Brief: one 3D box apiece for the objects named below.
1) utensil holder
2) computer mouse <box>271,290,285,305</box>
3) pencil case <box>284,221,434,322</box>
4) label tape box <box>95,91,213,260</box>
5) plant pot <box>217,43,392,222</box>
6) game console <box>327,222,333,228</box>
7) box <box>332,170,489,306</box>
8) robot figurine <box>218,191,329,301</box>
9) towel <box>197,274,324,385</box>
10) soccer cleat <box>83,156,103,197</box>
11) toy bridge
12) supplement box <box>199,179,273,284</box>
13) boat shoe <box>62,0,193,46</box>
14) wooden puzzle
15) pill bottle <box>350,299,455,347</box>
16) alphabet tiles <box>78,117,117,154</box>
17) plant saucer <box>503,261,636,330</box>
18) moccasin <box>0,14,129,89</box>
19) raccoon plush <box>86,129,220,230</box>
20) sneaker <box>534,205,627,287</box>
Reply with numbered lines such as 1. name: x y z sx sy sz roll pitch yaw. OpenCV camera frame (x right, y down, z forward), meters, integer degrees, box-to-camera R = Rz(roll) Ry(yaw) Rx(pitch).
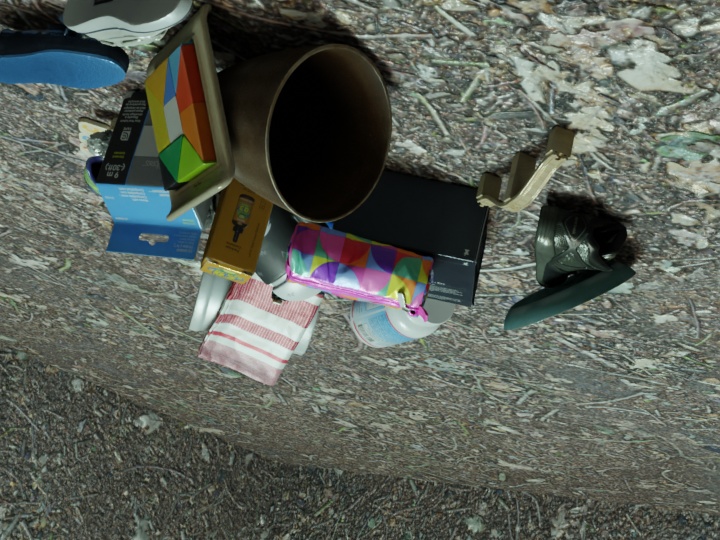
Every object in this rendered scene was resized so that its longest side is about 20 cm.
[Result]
1. utensil holder: -0.171 0.039 1.905 0.197 0.172 0.170 14 162 -8
2. computer mouse: -0.044 -0.007 1.705 0.197 0.044 0.110 -18 -163 8
3. pencil case: 0.000 0.000 1.459 0.197 0.090 0.089 15 162 1
4. label tape box: -0.252 -0.123 1.433 0.142 0.203 0.063 5 160 26
5. plant pot: -0.097 -0.165 1.275 0.198 0.189 0.186 17 168 43
6. game console: -0.071 -0.049 1.801 0.197 0.119 0.172 16 130 -4
7. box: 0.072 -0.045 1.562 0.197 0.106 0.182 12 161 7
8. robot figurine: -0.114 -0.053 1.604 0.201 0.124 0.150 50 -177 -9
9. towel: -0.161 0.089 1.825 0.142 0.023 0.201 22 120 -16
10. soccer cleat: -0.307 -0.123 1.650 0.197 0.066 0.084 12 160 3
11. toy bridge: 0.189 -0.106 1.356 0.027 0.068 0.200 19 161 -16
12. supplement box: -0.146 -0.089 1.449 0.066 0.203 0.069 19 161 -15
13. boat shoe: -0.235 -0.271 1.204 0.198 0.073 0.065 -1 161 41
14. wooden puzzle: -0.198 -0.170 1.264 0.037 0.203 0.184 -4 172 -29
15. pill bottle: 0.071 0.062 1.868 0.108 0.110 0.199 22 160 -22
16. alphabet tiles: -0.316 -0.166 1.657 0.193 0.015 0.200 18 162 -8
17. plant saucer: 0.286 0.031 1.582 0.198 0.028 0.200 -24 -179 0
18. moccasin: -0.358 -0.262 1.331 0.197 0.069 0.081 8 153 17
19. raccoon plush: -0.278 -0.109 1.543 0.197 0.136 0.097 1 145 4
20. sneaker: 0.291 -0.021 1.509 0.112 0.077 0.200 12 160 13
